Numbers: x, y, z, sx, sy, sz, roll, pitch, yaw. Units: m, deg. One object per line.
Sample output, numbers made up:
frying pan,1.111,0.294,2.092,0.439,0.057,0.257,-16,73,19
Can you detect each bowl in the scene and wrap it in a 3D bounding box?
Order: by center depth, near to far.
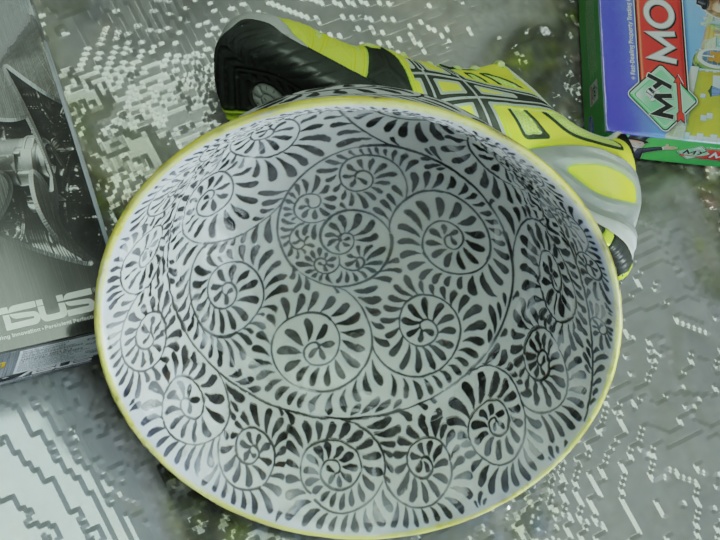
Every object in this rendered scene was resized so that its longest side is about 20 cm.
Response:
bowl,0.000,0.000,0.852,0.201,0.201,0.094,17,30,-9

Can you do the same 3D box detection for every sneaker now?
sneaker,0.029,-0.058,0.925,0.200,0.075,0.076,28,52,-12

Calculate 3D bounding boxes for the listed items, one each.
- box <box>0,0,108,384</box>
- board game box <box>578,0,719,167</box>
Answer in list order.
box,-0.208,-0.021,0.850,0.200,0.048,0.159,-13,74,-20
board game box,0.168,-0.144,1.011,0.134,0.029,0.200,5,69,-14
